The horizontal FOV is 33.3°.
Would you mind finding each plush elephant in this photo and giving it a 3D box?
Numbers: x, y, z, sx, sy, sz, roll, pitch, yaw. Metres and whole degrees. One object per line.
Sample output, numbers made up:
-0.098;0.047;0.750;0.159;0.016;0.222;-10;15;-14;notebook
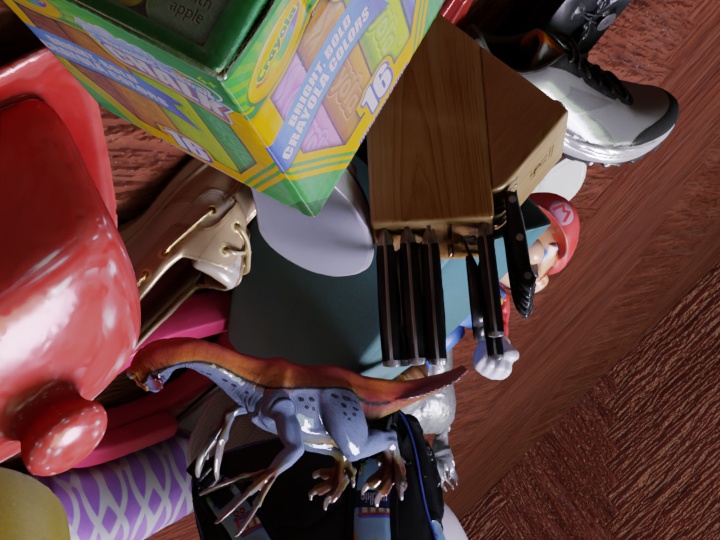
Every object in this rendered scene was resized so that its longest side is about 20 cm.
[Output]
0.002;0.111;1.112;0.153;0.203;0.165;-6;176;-14;plush elephant

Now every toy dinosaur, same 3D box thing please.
-0.052;0.078;0.753;0.104;0.182;0.201;0;-134;47;toy dinosaur

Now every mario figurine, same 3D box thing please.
0.098;0.007;0.976;0.199;0.106;0.124;-39;134;-8;mario figurine

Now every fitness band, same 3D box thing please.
-0.154;0.077;0.895;0.199;0.037;0.144;-15;145;-56;fitness band

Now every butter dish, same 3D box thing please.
-0.173;0.030;0.562;0.199;0.148;0.200;-35;162;-21;butter dish

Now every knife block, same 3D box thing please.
0.028;-0.045;0.690;0.176;0.200;0.064;-46;163;-11;knife block

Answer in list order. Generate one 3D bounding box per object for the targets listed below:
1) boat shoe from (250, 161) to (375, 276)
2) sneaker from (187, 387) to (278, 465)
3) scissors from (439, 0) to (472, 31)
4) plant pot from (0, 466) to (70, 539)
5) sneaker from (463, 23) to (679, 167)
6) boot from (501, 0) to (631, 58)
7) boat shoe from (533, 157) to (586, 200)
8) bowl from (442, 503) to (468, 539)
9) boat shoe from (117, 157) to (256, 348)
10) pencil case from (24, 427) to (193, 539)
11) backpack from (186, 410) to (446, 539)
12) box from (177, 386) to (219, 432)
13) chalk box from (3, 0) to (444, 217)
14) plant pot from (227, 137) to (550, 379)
-0.032;-0.071;0.679;0.201;0.073;0.066;68;30;-54;boat shoe
-0.068;0.094;0.997;0.200;0.073;0.071;-49;-179;-16;sneaker
0.072;-0.191;0.788;0.073;0.014;0.201;-14;146;-52;scissors
-0.265;0.241;0.750;0.198;0.143;0.202;-16;138;-15;plant pot
0.145;-0.127;0.850;0.198;0.074;0.080;3;128;-23;sneaker
0.153;-0.164;0.943;0.164;0.066;0.201;-20;147;-53;boot
0.106;-0.061;1.056;0.199;0.062;0.073;-28;136;-22;boat shoe
-0.027;0.236;1.045;0.198;0.076;0.199;-19;-175;-30;bowl
-0.100;-0.014;0.737;0.199;0.069;0.074;-40;162;-5;boat shoe
-0.205;0.180;0.947;0.085;0.085;0.199;-11;179;34;pencil case
-0.016;0.218;0.866;0.180;0.202;0.135;-17;159;4;backpack
-0.103;0.178;1.128;0.078;0.095;0.200;-39;161;0;box
-0.056;-0.124;0.448;0.125;0.124;0.200;-59;163;-7;chalk box
0.000;0.000;0.850;0.141;0.142;0.201;-16;147;-53;plant pot
